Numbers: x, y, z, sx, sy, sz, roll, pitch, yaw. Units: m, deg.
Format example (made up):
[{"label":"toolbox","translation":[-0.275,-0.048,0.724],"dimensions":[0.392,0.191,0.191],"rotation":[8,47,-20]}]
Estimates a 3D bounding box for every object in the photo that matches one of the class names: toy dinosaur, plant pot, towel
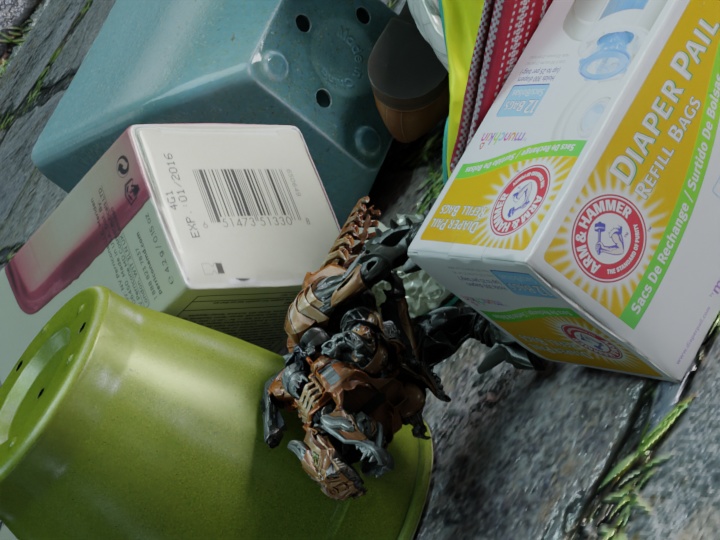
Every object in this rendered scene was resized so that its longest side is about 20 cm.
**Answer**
[{"label":"toy dinosaur","translation":[0.004,0.025,1.115],"dimensions":[0.136,0.102,0.200],"rotation":[-27,55,18]},{"label":"plant pot","translation":[-0.098,0.110,1.181],"dimensions":[0.200,0.193,0.201],"rotation":[-47,19,22]},{"label":"towel","translation":[0.110,-0.137,1.118],"dimensions":[0.200,0.022,0.145],"rotation":[-29,-44,-52]},{"label":"plant pot","translation":[-0.065,-0.118,1.520],"dimensions":[0.200,0.196,0.196],"rotation":[-21,38,51]}]

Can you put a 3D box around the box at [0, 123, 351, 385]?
[{"label":"box","translation":[-0.118,0.010,1.309],"dimensions":[0.200,0.128,0.109],"rotation":[-41,62,42]}]

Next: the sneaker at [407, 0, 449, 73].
[{"label":"sneaker","translation":[0.069,-0.166,1.345],"dimensions":[0.075,0.100,0.200],"rotation":[-27,37,2]}]

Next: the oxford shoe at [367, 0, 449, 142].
[{"label":"oxford shoe","translation":[0.066,-0.167,1.465],"dimensions":[0.200,0.071,0.071],"rotation":[-53,-23,-25]}]

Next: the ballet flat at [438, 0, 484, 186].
[{"label":"ballet flat","translation":[0.079,-0.095,1.188],"dimensions":[0.067,0.067,0.201],"rotation":[0,98,40]}]

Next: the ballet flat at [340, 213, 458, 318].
[{"label":"ballet flat","translation":[0.000,0.000,1.332],"dimensions":[0.200,0.072,0.072],"rotation":[-22,37,61]}]

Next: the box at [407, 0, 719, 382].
[{"label":"box","translation":[0.129,-0.060,1.030],"dimensions":[0.200,0.101,0.112],"rotation":[-59,26,-11]}]

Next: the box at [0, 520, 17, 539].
[{"label":"box","translation":[-0.225,0.211,1.527],"dimensions":[0.200,0.068,0.082],"rotation":[-36,26,47]}]
